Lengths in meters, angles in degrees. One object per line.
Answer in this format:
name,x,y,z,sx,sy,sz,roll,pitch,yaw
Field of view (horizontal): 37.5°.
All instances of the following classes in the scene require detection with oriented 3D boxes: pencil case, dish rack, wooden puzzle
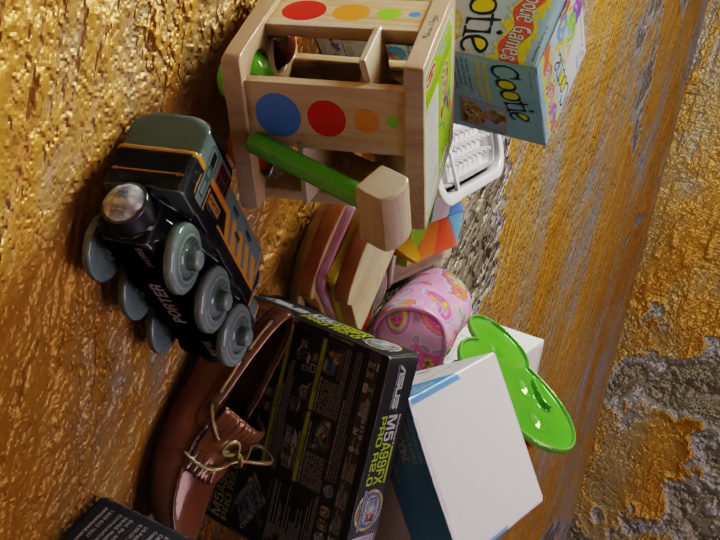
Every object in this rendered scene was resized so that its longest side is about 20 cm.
pencil case,0.069,0.057,1.152,0.200,0.087,0.088,-43,145,-72
dish rack,0.091,-0.165,1.103,0.200,0.043,0.174,-30,112,-59
wooden puzzle,0.083,-0.084,1.197,0.200,0.037,0.187,-29,131,-60

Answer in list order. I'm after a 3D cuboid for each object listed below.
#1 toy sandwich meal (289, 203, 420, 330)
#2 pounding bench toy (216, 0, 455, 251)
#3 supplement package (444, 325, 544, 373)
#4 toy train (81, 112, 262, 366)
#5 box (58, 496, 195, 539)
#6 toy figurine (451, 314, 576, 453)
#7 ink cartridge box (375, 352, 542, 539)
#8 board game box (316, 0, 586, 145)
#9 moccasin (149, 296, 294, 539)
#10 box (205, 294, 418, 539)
toy sandwich meal,0.000,0.000,1.018,0.205,0.070,0.207,-48,147,-46
pounding bench toy,-0.026,-0.100,0.739,0.201,0.154,0.125,-70,162,-49
supplement package,0.110,0.172,1.297,0.200,0.146,0.193,-22,126,-61
toy train,-0.117,-0.015,0.731,0.201,0.084,0.115,68,35,-57
box,-0.134,0.300,0.751,0.117,0.198,0.198,-44,143,-49
toy figurine,0.100,0.171,1.101,0.184,0.149,0.201,-50,-154,22
ink cartridge box,0.030,0.180,0.970,0.146,0.199,0.148,-19,90,-51
board game box,0.076,-0.196,0.889,0.104,0.198,0.105,-64,156,-20
moccasin,-0.106,0.121,0.846,0.203,0.077,0.074,-67,157,-15
box,-0.046,0.139,0.889,0.044,0.159,0.202,1,104,-52
